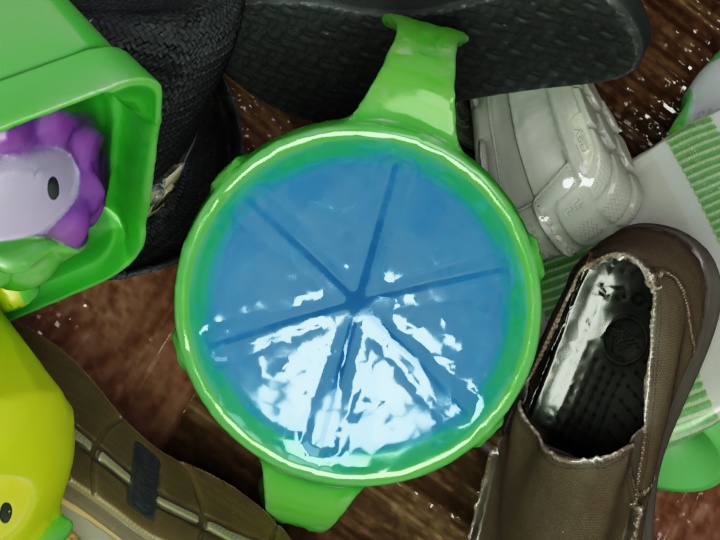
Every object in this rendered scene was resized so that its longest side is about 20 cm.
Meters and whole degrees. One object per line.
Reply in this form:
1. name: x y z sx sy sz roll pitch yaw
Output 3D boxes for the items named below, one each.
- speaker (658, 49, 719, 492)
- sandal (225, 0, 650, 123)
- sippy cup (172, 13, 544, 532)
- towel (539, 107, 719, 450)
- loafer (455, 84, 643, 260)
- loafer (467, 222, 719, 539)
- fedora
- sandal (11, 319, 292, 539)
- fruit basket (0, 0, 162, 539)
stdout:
1. speaker: 0.156 -0.006 1.070 0.088 0.088 0.201 33 59 -12
2. sandal: 0.026 -0.101 0.998 0.075 0.199 0.045 58 39 -43
3. sippy cup: 0.000 0.000 0.947 0.178 0.130 0.140 -39 99 9
4. towel: 0.143 -0.002 0.989 0.023 0.199 0.153 54 12 -42
5. loafer: 0.062 -0.083 1.047 0.070 0.070 0.201 46 22 -39
6. loafer: 0.074 0.075 0.915 0.071 0.073 0.201 16 88 -65
7. fedora: -0.109 -0.092 0.928 0.200 0.092 0.201 26 38 -22
8. sandal: -0.104 0.081 0.886 0.200 0.054 0.080 37 23 -14
9. fruit basket: -0.151 0.018 0.769 0.214 0.156 0.217 3 63 -7
